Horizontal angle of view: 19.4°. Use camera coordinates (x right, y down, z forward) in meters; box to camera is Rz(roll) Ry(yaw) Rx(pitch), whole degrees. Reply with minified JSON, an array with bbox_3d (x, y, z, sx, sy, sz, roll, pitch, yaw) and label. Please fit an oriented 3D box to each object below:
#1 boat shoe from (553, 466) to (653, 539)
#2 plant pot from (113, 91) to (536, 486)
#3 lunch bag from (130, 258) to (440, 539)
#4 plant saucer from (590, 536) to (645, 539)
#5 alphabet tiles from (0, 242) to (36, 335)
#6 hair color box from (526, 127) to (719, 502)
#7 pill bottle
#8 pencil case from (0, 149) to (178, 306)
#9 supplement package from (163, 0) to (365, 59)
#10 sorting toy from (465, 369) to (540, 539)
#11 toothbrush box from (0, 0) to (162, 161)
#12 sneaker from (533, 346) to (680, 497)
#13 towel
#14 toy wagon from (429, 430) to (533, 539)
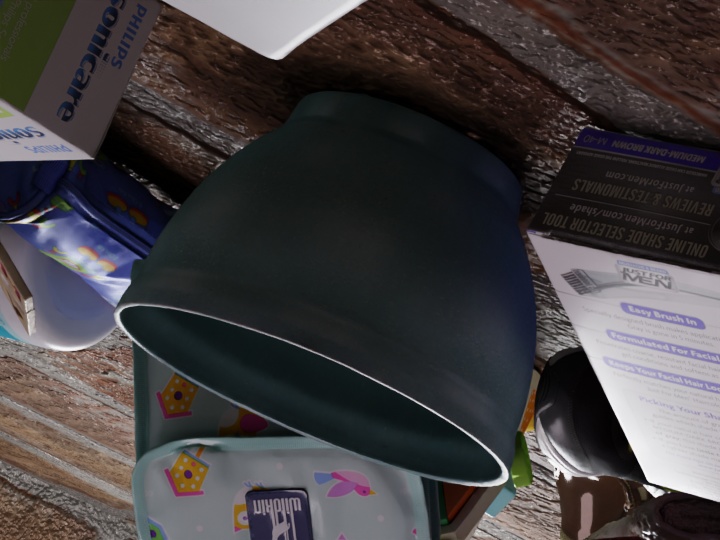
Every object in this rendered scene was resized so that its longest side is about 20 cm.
[{"bbox_3d":[0.166,0.156,1.423,0.074,0.075,0.202,16,164,24],"label":"boat shoe"},{"bbox_3d":[0.000,0.000,0.997,0.199,0.135,0.200,21,166,5],"label":"plant pot"},{"bbox_3d":[-0.039,0.093,1.167,0.169,0.202,0.122,-3,162,6],"label":"lunch bag"},{"bbox_3d":[0.224,0.226,1.141,0.200,0.037,0.200,48,169,-36],"label":"plant saucer"},{"bbox_3d":[-0.233,-0.059,1.172,0.201,0.008,0.167,59,167,7],"label":"alphabet tiles"},{"bbox_3d":[0.159,0.030,0.928,0.109,0.065,0.200,13,152,33],"label":"hair color box"},{"bbox_3d":[-0.242,-0.017,1.358,0.199,0.111,0.111,10,161,40],"label":"pill bottle"},{"bbox_3d":[-0.144,-0.025,1.244,0.087,0.078,0.200,20,167,40],"label":"pencil case"},{"bbox_3d":[-0.018,-0.147,0.529,0.116,0.118,0.200,26,165,-17],"label":"supplement package"},{"bbox_3d":[0.021,0.143,1.390,0.199,0.181,0.107,12,162,38],"label":"sorting toy"},{"bbox_3d":[-0.214,-0.132,0.955,0.199,0.087,0.145,31,164,-33],"label":"toothbrush box"},{"bbox_3d":[0.181,0.093,1.209,0.199,0.075,0.084,23,163,-40],"label":"sneaker"},{"bbox_3d":[0.234,0.163,1.230,0.198,0.035,0.133,5,158,-17],"label":"towel"},{"bbox_3d":[0.022,0.112,1.232,0.154,0.201,0.040,-12,150,6],"label":"toy wagon"}]
